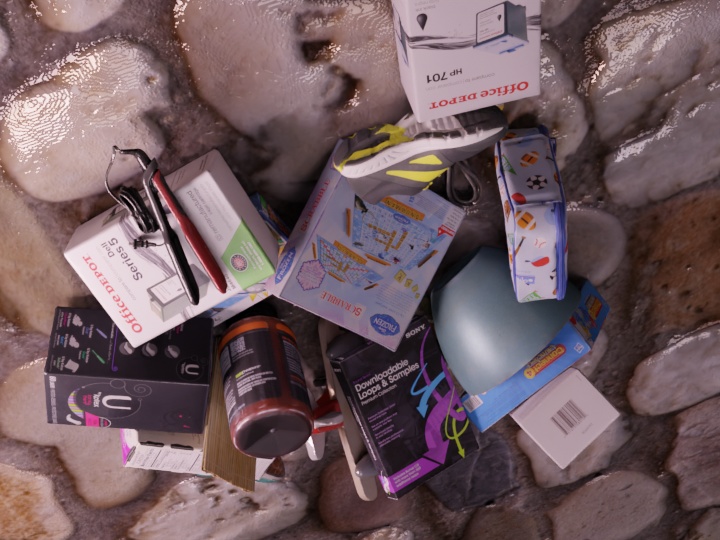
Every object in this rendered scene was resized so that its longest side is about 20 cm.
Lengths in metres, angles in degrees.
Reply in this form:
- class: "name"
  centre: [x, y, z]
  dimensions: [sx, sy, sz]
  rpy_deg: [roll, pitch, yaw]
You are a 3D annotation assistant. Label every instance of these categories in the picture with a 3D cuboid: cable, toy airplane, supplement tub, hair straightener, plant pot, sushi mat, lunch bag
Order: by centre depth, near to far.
- class: "hair straightener"
  centre: [-0.223, -0.046, 1.196]
  dimensions: [0.077, 0.041, 0.200]
  rpy_deg: [-25, 112, 9]
- class: "cable"
  centre: [0.115, -0.143, 1.316]
  dimensions: [0.097, 0.050, 0.201]
  rpy_deg: [-6, 135, -9]
- class: "lunch bag"
  centre: [0.207, -0.069, 1.322]
  dimensions: [0.075, 0.201, 0.161]
  rpy_deg: [-6, 137, 8]
- class: "supplement tub"
  centre: [-0.125, 0.133, 1.413]
  dimensions: [0.106, 0.200, 0.107]
  rpy_deg: [-8, 137, -8]
- class: "plant pot"
  centre: [0.172, 0.047, 1.453]
  dimensions: [0.200, 0.200, 0.135]
  rpy_deg: [-41, 95, 24]
- class: "sushi mat"
  centre: [-0.168, 0.191, 1.464]
  dimensions: [0.012, 0.201, 0.096]
  rpy_deg: [-22, 138, 29]
- class: "toy airplane"
  centre: [-0.011, 0.184, 1.505]
  dimensions: [0.141, 0.200, 0.200]
  rpy_deg: [-12, 136, 13]

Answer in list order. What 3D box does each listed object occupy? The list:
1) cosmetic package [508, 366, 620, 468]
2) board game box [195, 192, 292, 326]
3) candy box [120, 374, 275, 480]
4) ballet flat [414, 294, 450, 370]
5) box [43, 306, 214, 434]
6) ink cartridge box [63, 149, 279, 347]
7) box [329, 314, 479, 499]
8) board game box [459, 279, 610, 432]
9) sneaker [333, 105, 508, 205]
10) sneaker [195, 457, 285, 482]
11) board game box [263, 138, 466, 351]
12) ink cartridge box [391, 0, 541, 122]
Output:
- class: "cosmetic package"
  centre: [0.265, 0.187, 1.477]
  dimensions: [0.108, 0.085, 0.200]
  rpy_deg: [-44, 177, 2]
- class: "board game box"
  centre: [-0.174, -0.002, 1.380]
  dimensions: [0.199, 0.035, 0.135]
  rpy_deg: [-29, 136, 13]
- class: "candy box"
  centre: [-0.225, 0.207, 1.505]
  dimensions: [0.199, 0.137, 0.061]
  rpy_deg: [13, 131, -28]
- class: "ballet flat"
  centre: [0.098, 0.105, 1.556]
  dimensions: [0.070, 0.071, 0.200]
  rpy_deg: [-23, 137, 6]
- class: "box"
  centre: [-0.290, 0.128, 1.393]
  dimensions: [0.199, 0.106, 0.122]
  rpy_deg: [5, 141, -9]
- class: "ink cartridge box"
  centre: [-0.216, -0.024, 1.275]
  dimensions: [0.199, 0.084, 0.146]
  rpy_deg: [-28, 112, 11]
- class: "box"
  centre: [0.060, 0.177, 1.446]
  dimensions: [0.143, 0.036, 0.201]
  rpy_deg: [-27, 99, -24]
- class: "board game box"
  centre: [0.244, 0.116, 1.534]
  dimensions: [0.200, 0.196, 0.056]
  rpy_deg: [-42, 87, 25]
- class: "sneaker"
  centre: [0.073, -0.134, 1.247]
  dimensions: [0.199, 0.075, 0.085]
  rpy_deg: [-14, 137, 13]
- class: "sneaker"
  centre: [-0.204, 0.274, 1.636]
  dimensions: [0.200, 0.072, 0.080]
  rpy_deg: [32, 124, -34]
- class: "board game box"
  centre: [0.009, -0.027, 1.341]
  dimensions: [0.200, 0.041, 0.200]
  rpy_deg: [28, 90, -37]
- class: "ink cartridge box"
  centre: [0.111, -0.270, 1.160]
  dimensions: [0.146, 0.086, 0.200]
  rpy_deg: [-14, 136, -3]
